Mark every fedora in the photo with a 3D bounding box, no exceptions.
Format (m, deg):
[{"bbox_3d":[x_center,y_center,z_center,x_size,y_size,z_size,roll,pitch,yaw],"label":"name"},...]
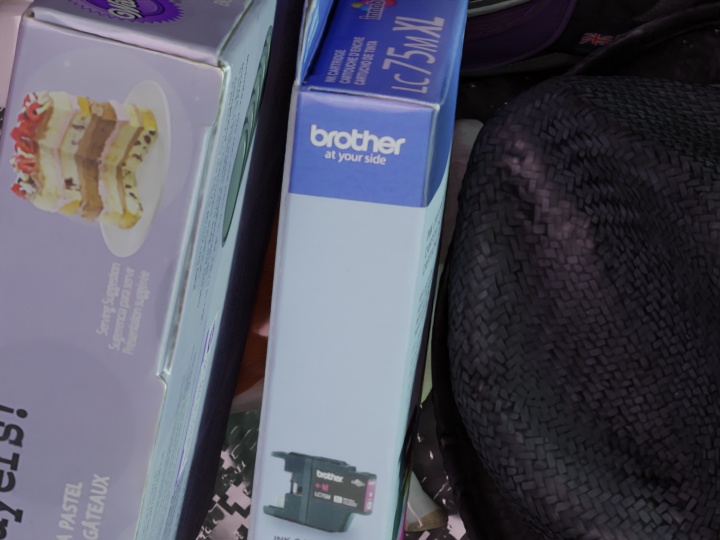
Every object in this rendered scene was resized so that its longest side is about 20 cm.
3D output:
[{"bbox_3d":[0.080,0.018,0.695,0.200,0.092,0.201,-9,73,31],"label":"fedora"}]

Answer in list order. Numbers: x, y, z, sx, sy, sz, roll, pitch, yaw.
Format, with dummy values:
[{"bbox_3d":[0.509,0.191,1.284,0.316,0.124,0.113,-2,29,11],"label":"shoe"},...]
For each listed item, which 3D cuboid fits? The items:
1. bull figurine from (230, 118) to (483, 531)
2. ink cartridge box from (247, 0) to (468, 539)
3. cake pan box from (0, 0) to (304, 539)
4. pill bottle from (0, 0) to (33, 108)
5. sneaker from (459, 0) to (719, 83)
[{"bbox_3d":[-0.032,0.022,0.833,0.199,0.065,0.122,-4,97,14],"label":"bull figurine"},{"bbox_3d":[0.000,0.000,0.717,0.042,0.119,0.201,5,113,3],"label":"ink cartridge box"},{"bbox_3d":[-0.056,0.011,0.697,0.052,0.184,0.201,14,112,4],"label":"cake pan box"},{"bbox_3d":[-0.079,-0.146,0.807,0.113,0.114,0.201,4,95,11],"label":"pill bottle"},{"bbox_3d":[0.097,-0.094,0.797,0.199,0.088,0.076,-4,69,6],"label":"sneaker"}]
